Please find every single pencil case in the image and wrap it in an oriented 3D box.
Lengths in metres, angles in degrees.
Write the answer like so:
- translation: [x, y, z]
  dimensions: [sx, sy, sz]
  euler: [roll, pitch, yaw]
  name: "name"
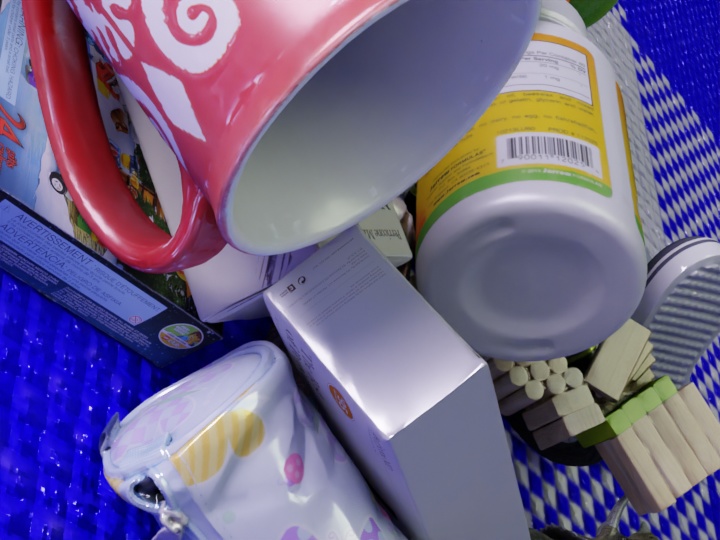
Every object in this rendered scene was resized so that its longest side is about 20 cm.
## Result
- translation: [-0.017, 0.125, 0.587]
  dimensions: [0.200, 0.083, 0.091]
  euler: [56, 16, -17]
  name: "pencil case"

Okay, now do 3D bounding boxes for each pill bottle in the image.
- translation: [0.085, -0.060, 0.775]
  dimensions: [0.111, 0.111, 0.200]
  euler: [44, 31, -32]
  name: "pill bottle"

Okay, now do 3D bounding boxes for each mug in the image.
- translation: [-0.067, -0.108, 0.519]
  dimensions: [0.200, 0.177, 0.133]
  euler: [50, 4, 18]
  name: "mug"

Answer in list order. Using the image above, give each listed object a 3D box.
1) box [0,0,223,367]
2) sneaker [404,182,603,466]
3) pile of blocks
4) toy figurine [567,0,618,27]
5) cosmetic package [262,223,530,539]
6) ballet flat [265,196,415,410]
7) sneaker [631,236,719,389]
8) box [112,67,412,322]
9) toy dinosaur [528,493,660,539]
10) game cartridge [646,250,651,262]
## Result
- translation: [-0.113, -0.076, 0.638]
  dimensions: [0.137, 0.038, 0.200]
  euler: [37, 38, -40]
  name: "box"
- translation: [0.101, 0.022, 0.880]
  dimensions: [0.200, 0.075, 0.076]
  euler: [62, 29, -7]
  name: "sneaker"
- translation: [0.107, 0.058, 0.815]
  dimensions: [0.200, 0.062, 0.082]
  euler: [35, 69, -3]
  name: "pile of blocks"
- translation: [0.081, -0.180, 0.940]
  dimensions: [0.184, 0.150, 0.200]
  euler: [-67, 152, -43]
  name: "toy figurine"
- translation: [0.021, 0.070, 0.619]
  dimensions: [0.083, 0.051, 0.200]
  euler: [45, -13, 30]
  name: "cosmetic package"
- translation: [0.000, 0.000, 0.728]
  dimensions: [0.070, 0.065, 0.200]
  euler: [27, 38, -14]
  name: "ballet flat"
- translation: [0.167, 0.036, 0.910]
  dimensions: [0.078, 0.200, 0.079]
  euler: [-16, 54, -19]
  name: "sneaker"
- translation: [-0.054, -0.083, 0.629]
  dimensions: [0.082, 0.068, 0.200]
  euler: [-6, 73, -61]
  name: "box"
- translation: [0.093, 0.170, 0.768]
  dimensions: [0.200, 0.077, 0.102]
  euler: [14, 44, -50]
  name: "toy dinosaur"
- translation: [0.170, 0.007, 1.050]
  dimensions: [0.200, 0.040, 0.133]
  euler: [47, 36, -29]
  name: "game cartridge"
